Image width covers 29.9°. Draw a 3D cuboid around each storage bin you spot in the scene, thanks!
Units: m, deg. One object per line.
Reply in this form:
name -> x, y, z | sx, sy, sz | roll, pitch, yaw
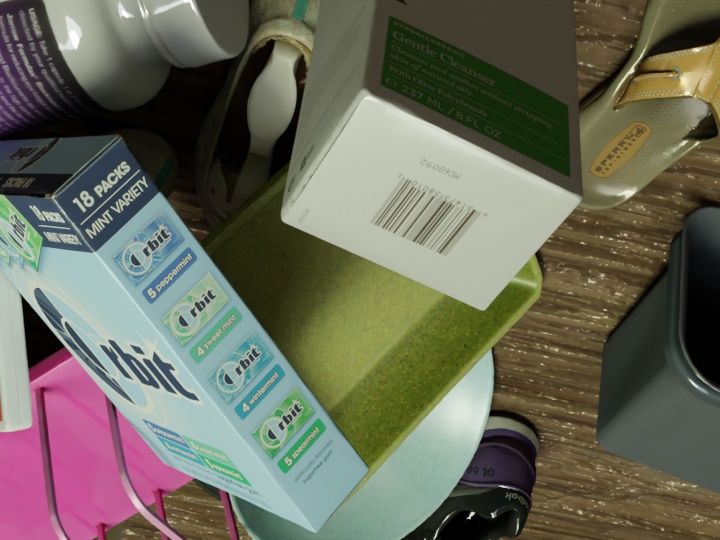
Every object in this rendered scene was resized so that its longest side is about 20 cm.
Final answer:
storage bin -> 0.242, 0.080, 0.809 | 0.198, 0.147, 0.135 | 21, 144, -12

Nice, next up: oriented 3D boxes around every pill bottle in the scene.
pill bottle -> -0.161, -0.129, 0.676 | 0.197, 0.112, 0.112 | -9, 132, 17

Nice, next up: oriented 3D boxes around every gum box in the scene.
gum box -> -0.104, 0.027, 0.654 | 0.201, 0.045, 0.169 | 54, 157, -24

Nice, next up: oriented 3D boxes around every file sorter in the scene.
file sorter -> -0.186, 0.161, 0.800 | 0.199, 0.126, 0.139 | -31, 133, 9

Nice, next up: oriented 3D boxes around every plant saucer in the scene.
plant saucer -> -0.004, 0.091, 0.862 | 0.199, 0.039, 0.204 | -14, 117, -28
plant saucer -> 0.000, 0.000, 0.757 | 0.048, 0.200, 0.201 | 25, 152, 46

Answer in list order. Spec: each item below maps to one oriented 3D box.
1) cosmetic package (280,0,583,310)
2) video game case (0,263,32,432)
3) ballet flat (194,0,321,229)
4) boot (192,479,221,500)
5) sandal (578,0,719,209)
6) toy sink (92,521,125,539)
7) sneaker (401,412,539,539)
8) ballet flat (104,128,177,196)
cosmetic package -> 0.036, -0.095, 0.616 | 0.107, 0.202, 0.085 | 22, 135, -17
video game case -> -0.247, 0.019, 0.776 | 0.017, 0.145, 0.199 | -5, 179, -41
ballet flat -> -0.059, -0.073, 0.748 | 0.067, 0.063, 0.201 | 13, 135, -4
boot -> -0.072, 0.076, 0.894 | 0.129, 0.068, 0.201 | -18, 129, 19
sandal -> 0.165, -0.093, 0.700 | 0.080, 0.054, 0.201 | 23, 133, -14
toy sink -> -0.252, 0.140, 0.948 | 0.128, 0.113, 0.202 | -1, 134, 8
sneaker -> 0.043, 0.182, 0.960 | 0.075, 0.088, 0.200 | 32, 130, -22
ballet flat -> -0.197, -0.029, 0.801 | 0.198, 0.063, 0.068 | -22, 127, 27
